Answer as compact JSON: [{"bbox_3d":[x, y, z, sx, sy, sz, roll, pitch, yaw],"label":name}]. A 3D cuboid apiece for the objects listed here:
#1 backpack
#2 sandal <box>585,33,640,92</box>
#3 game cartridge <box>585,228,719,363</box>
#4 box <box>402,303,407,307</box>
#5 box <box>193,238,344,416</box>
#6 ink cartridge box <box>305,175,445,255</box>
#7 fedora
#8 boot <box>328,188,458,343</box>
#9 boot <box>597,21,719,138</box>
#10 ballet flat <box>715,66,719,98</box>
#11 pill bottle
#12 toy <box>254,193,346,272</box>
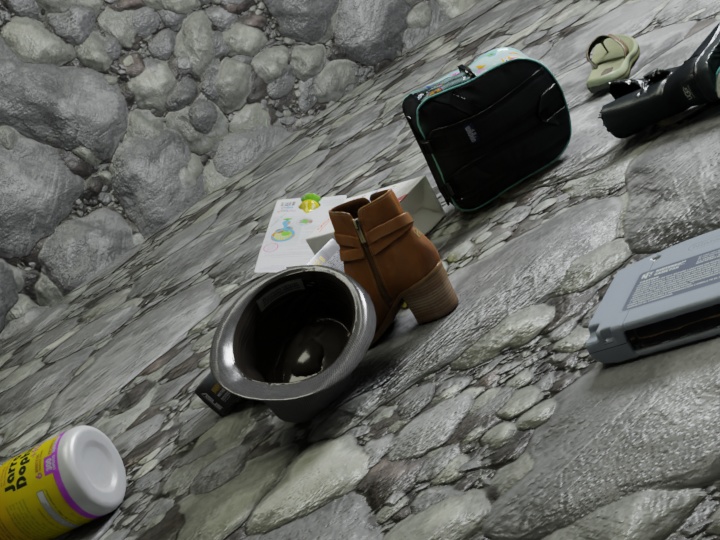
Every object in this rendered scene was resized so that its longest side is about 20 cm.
[{"bbox_3d":[0.172,-0.197,1.693,0.198,0.177,0.153,-27,19,3],"label":"backpack"},{"bbox_3d":[0.375,-0.326,1.923,0.079,0.058,0.201,-26,16,23],"label":"sandal"},{"bbox_3d":[0.291,0.009,1.050,0.199,0.042,0.133,-21,14,37],"label":"game cartridge"},{"bbox_3d":[0.030,0.000,1.586,0.075,0.050,0.200,-37,14,-18],"label":"box"},{"bbox_3d":[-0.101,0.068,1.536,0.159,0.048,0.200,-49,0,44],"label":"box"},{"bbox_3d":[0.006,-0.057,1.778,0.199,0.068,0.116,-15,23,45],"label":"ink cartridge box"},{"bbox_3d":[-0.064,0.089,1.350,0.175,0.091,0.201,-4,44,13],"label":"fedora"},{"bbox_3d":[0.000,0.000,1.436,0.199,0.156,0.074,-24,17,29],"label":"boot"},{"bbox_3d":[0.395,-0.243,1.570,0.167,0.077,0.200,-18,20,45],"label":"boot"},{"bbox_3d":[0.492,-0.250,1.426,0.199,0.072,0.072,-33,14,-4],"label":"ballet flat"},{"bbox_3d":[-0.374,0.260,1.461,0.199,0.105,0.104,-27,15,20],"label":"pill bottle"},{"bbox_3d":[-0.086,-0.044,1.940,0.114,0.048,0.201,-3,38,10],"label":"toy"}]
